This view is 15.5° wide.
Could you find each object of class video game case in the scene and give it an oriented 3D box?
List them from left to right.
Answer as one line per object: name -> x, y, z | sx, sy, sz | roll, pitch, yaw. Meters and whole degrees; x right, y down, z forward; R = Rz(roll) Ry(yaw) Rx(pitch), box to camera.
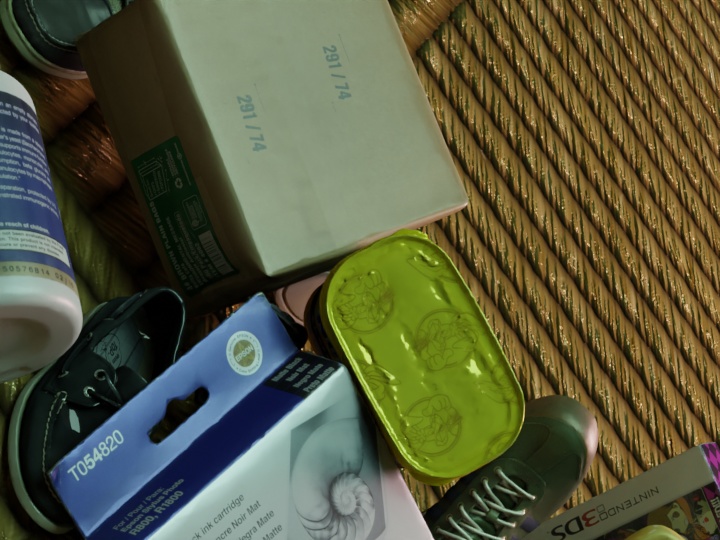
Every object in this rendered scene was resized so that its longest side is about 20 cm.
video game case -> 0.205, 0.246, 1.827 | 0.036, 0.181, 0.200 | 5, 60, -58

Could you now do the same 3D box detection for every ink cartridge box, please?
ink cartridge box -> -0.060, 0.143, 1.524 | 0.200, 0.041, 0.200 | -42, 111, -37

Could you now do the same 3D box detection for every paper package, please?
paper package -> -0.057, -0.094, 1.689 | 0.190, 0.103, 0.200 | -20, 86, -38

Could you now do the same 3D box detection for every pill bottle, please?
pill bottle -> -0.226, -0.045, 1.464 | 0.111, 0.111, 0.200 | 19, 48, -51

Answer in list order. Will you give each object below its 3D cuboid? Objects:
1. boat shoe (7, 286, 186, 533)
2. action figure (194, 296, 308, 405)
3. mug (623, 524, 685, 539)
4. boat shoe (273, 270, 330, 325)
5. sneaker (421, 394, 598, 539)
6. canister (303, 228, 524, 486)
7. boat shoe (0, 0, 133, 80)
boat shoe -> -0.144, 0.074, 1.534 | 0.075, 0.066, 0.199 | 53, 29, -15
action figure -> -0.056, 0.103, 1.643 | 0.130, 0.069, 0.200 | 40, 37, -44
mug -> 0.142, 0.262, 1.743 | 0.153, 0.149, 0.187 | 48, 55, -3
boat shoe -> 0.000, 0.000, 1.833 | 0.200, 0.075, 0.062 | 8, 57, -52
sneaker -> 0.075, 0.167, 1.675 | 0.067, 0.200, 0.090 | 39, 37, -6
canister -> 0.028, 0.057, 1.658 | 0.149, 0.086, 0.200 | 61, -7, 0
boat shoe -> -0.159, -0.169, 1.742 | 0.201, 0.066, 0.072 | -3, 67, -60
